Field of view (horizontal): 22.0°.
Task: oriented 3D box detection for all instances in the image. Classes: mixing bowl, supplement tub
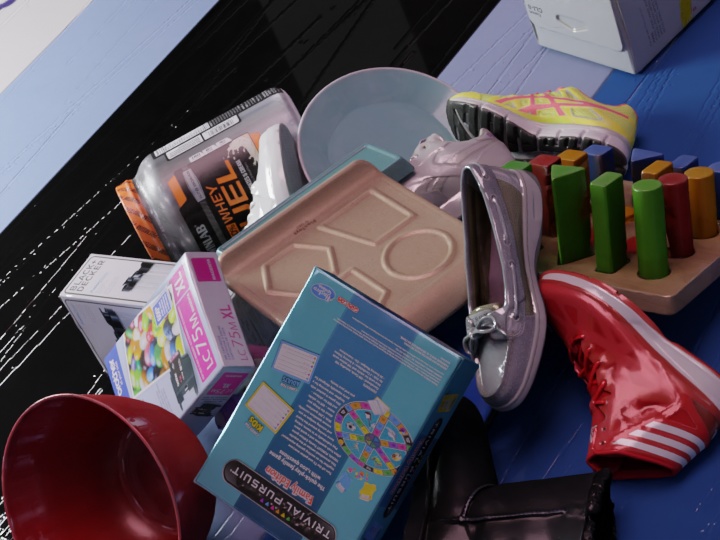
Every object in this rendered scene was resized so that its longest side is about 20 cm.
[{"bbox_3d":[-0.195,0.186,1.565,0.198,0.203,0.108,5,16,34],"label":"mixing bowl"},{"bbox_3d":[-0.139,-0.089,1.877,0.199,0.123,0.123,-29,38,-3],"label":"supplement tub"}]

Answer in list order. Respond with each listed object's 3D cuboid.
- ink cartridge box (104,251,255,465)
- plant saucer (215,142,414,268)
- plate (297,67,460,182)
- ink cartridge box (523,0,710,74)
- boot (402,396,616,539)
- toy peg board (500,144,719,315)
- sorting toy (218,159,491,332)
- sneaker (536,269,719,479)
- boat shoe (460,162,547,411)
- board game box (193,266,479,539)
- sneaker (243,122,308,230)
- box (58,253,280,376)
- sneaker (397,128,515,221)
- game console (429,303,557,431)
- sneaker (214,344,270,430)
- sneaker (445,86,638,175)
[{"bbox_3d":[-0.169,0.090,1.635,0.042,0.200,0.120,1,54,-35],"label":"ink cartridge box"},{"bbox_3d":[-0.044,-0.056,1.703,0.199,0.019,0.070,-38,37,-22],"label":"plant saucer"},{"bbox_3d":[0.034,-0.114,1.828,0.198,0.026,0.202,4,59,-6],"label":"plate"},{"bbox_3d":[0.273,-0.328,1.897,0.200,0.145,0.145,-45,42,-21],"label":"ink cartridge box"},{"bbox_3d":[0.122,0.178,1.462,0.161,0.074,0.200,-8,49,26],"label":"boot"},{"bbox_3d":[0.229,-0.062,1.605,0.199,0.099,0.199,12,32,38],"label":"toy peg board"},{"bbox_3d":[0.000,0.000,1.609,0.184,0.037,0.200,-36,48,-21],"label":"sorting toy"},{"bbox_3d":[0.193,0.089,1.490,0.199,0.079,0.116,34,69,28],"label":"sneaker"},{"bbox_3d":[0.109,0.013,1.524,0.074,0.064,0.204,-15,69,59],"label":"boat shoe"},{"bbox_3d":[-0.020,0.122,1.479,0.150,0.047,0.201,31,93,24],"label":"board game box"},{"bbox_3d":[-0.103,-0.036,1.784,0.114,0.074,0.202,-14,72,19],"label":"sneaker"},{"bbox_3d":[-0.173,0.051,1.741,0.198,0.117,0.060,5,47,34],"label":"box"},{"bbox_3d":[0.057,-0.068,1.751,0.198,0.075,0.100,-23,62,-10],"label":"sneaker"},{"bbox_3d":[0.114,0.052,1.656,0.200,0.118,0.172,34,98,49],"label":"game console"},{"bbox_3d":[-0.064,0.158,1.596,0.200,0.080,0.089,50,123,33],"label":"sneaker"},{"bbox_3d":[0.178,-0.141,1.796,0.198,0.079,0.091,17,51,23],"label":"sneaker"}]
